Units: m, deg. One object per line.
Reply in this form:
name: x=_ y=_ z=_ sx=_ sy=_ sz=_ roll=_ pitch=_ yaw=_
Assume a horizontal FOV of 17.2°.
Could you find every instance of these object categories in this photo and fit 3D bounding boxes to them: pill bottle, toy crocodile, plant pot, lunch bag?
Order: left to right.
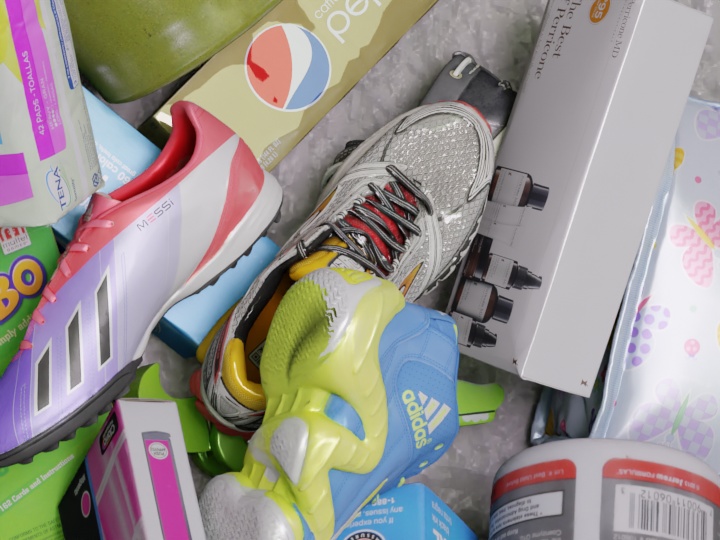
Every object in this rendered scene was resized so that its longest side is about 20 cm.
plant pot: x=-0.128 y=-0.193 z=1.165 sx=0.200 sy=0.200 sz=0.193 roll=-40 pitch=107 yaw=-16
toy crocodile: x=-0.024 y=0.071 z=1.217 sx=0.200 sy=0.068 sz=0.062 roll=-5 pitch=85 yaw=-16
pill bottle: x=0.114 y=0.190 z=1.124 sx=0.116 sy=0.116 sz=0.200 roll=12 pitch=65 yaw=-14
lunch bag: x=0.202 y=0.020 z=1.252 sx=0.170 sy=0.127 sz=0.200 roll=15 pitch=89 yaw=-12

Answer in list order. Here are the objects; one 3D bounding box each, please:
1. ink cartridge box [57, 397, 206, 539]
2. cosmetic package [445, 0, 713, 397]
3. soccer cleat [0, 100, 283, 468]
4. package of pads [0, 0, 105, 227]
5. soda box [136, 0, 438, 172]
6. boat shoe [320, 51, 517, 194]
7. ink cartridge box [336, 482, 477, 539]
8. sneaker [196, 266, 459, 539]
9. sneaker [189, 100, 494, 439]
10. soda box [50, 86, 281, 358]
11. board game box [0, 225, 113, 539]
ink cartridge box: x=-0.096 y=0.165 z=1.090 sx=0.037 sy=0.095 sz=0.200 roll=3 pitch=50 yaw=-28
cosmetic package: x=0.106 y=-0.044 z=1.199 sx=0.051 sy=0.083 sz=0.200 roll=17 pitch=91 yaw=-34
soccer cleat: x=-0.123 y=0.007 z=1.124 sx=0.200 sy=0.068 sz=0.073 roll=-48 pitch=118 yaw=-19
package of pads: x=-0.229 y=-0.099 z=1.100 sx=0.200 sy=0.068 sz=0.155 roll=-1 pitch=112 yaw=24
soda box: x=-0.025 y=-0.120 z=1.236 sx=0.064 sy=0.068 sz=0.200 roll=45 pitch=75 yaw=-7
boat shoe: x=0.007 y=-0.033 z=1.241 sx=0.068 sy=0.072 sz=0.200 roll=45 pitch=74 yaw=6
ink cartridge box: x=-0.021 y=0.216 z=1.131 sx=0.146 sy=0.084 sz=0.200 roll=-10 pitch=61 yaw=18
sneaker: x=-0.008 y=0.098 z=1.096 sx=0.105 sy=0.076 sz=0.200 roll=10 pitch=111 yaw=-34
sneaker: x=0.000 y=0.000 z=1.151 sx=0.078 sy=0.082 sz=0.200 roll=38 pitch=78 yaw=-3
soda box: x=-0.140 y=-0.043 z=1.198 sx=0.200 sy=0.064 sz=0.068 roll=39 pitch=76 yaw=-8
board game box: x=-0.172 y=0.066 z=1.164 sx=0.096 sy=0.030 sz=0.200 roll=-23 pitch=114 yaw=-17
